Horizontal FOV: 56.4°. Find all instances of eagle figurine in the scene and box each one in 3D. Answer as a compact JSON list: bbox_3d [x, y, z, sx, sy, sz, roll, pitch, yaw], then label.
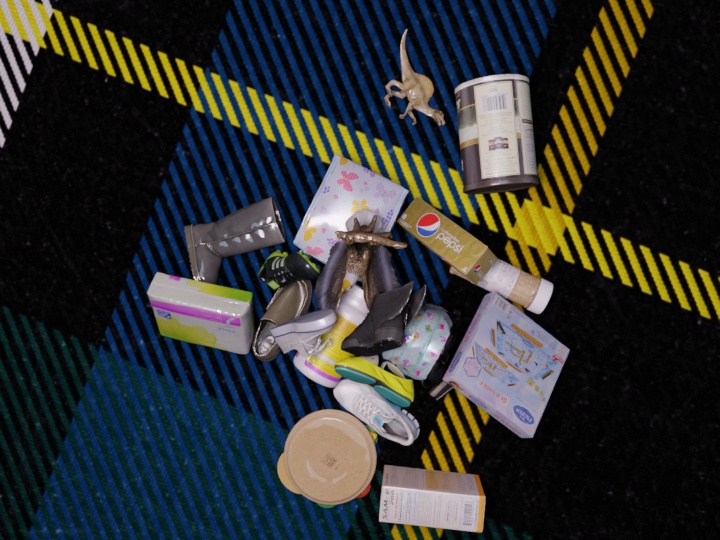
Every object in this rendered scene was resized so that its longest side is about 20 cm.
[{"bbox_3d":[-0.005,0.004,1.238,0.150,0.201,0.152,-26,51,-26],"label":"eagle figurine"}]

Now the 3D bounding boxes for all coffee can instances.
[{"bbox_3d":[0.262,-0.257,1.295,0.145,0.146,0.202,-5,90,4],"label":"coffee can"}]

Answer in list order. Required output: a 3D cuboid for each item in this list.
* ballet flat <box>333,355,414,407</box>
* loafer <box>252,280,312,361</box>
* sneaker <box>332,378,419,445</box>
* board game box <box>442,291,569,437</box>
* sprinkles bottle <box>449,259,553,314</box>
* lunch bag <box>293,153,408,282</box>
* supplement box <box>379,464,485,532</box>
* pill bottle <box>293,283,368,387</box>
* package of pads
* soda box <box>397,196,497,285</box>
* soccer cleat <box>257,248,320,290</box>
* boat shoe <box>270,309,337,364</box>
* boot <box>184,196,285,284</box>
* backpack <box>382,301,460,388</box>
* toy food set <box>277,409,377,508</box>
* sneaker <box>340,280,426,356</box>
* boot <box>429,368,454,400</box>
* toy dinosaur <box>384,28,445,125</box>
[{"bbox_3d":[0.031,0.204,1.328,0.199,0.067,0.068,32,61,-27],"label":"ballet flat"},{"bbox_3d":[-0.160,0.098,1.366,0.075,0.070,0.202,25,92,4],"label":"loafer"},{"bbox_3d":[0.032,0.283,1.347,0.199,0.087,0.075,31,94,5],"label":"sneaker"},{"bbox_3d":[0.282,0.179,1.282,0.199,0.041,0.200,37,65,-9],"label":"board game box"},{"bbox_3d":[0.279,0.015,1.335,0.198,0.068,0.069,25,92,3],"label":"sprinkles bottle"},{"bbox_3d":[-0.022,-0.098,1.330,0.168,0.127,0.202,25,83,1],"label":"lunch bag"},{"bbox_3d":[0.138,0.447,1.320,0.198,0.126,0.074,5,92,5],"label":"supplement box"},{"bbox_3d":[-0.043,0.124,1.341,0.104,0.104,0.201,31,93,3],"label":"pill bottle"},{"bbox_3d":[-0.312,0.090,1.339,0.198,0.155,0.069,12,53,5],"label":"package of pads"},{"bbox_3d":[0.166,-0.060,1.297,0.068,0.064,0.200,-51,55,3],"label":"soda box"},{"bbox_3d":[-0.140,0.004,1.308,0.068,0.199,0.081,45,73,-23],"label":"soccer cleat"},{"bbox_3d":[-0.098,0.130,1.253,0.074,0.201,0.087,-27,94,-39],"label":"boat shoe"},{"bbox_3d":[-0.250,-0.041,1.380,0.198,0.073,0.184,-13,91,-3],"label":"boot"},{"bbox_3d":[0.114,0.139,1.281,0.126,0.200,0.168,22,92,6],"label":"backpack"},{"bbox_3d":[-0.061,0.384,1.373,0.196,0.049,0.202,23,92,3],"label":"toy food set"},{"bbox_3d":[0.037,0.088,1.191,0.060,0.199,0.105,22,66,-27],"label":"sneaker"},{"bbox_3d":[0.252,0.234,1.338,0.199,0.073,0.151,-36,88,-5],"label":"boot"},{"bbox_3d":[0.098,-0.372,1.361,0.101,0.058,0.201,-29,96,-11],"label":"toy dinosaur"}]
